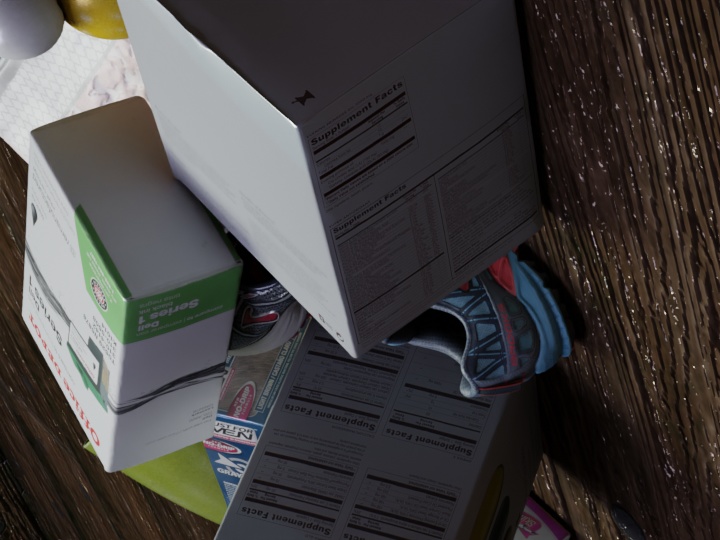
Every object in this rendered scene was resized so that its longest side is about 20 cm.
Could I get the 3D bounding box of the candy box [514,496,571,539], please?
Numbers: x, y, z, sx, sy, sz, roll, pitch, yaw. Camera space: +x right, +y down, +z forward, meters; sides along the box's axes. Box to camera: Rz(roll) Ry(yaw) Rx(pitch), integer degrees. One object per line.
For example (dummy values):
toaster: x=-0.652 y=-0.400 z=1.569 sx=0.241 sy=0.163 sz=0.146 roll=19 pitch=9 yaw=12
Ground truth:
candy box: x=0.107 y=0.231 z=1.696 sx=0.136 sy=0.061 sz=0.200 roll=42 pitch=160 yaw=37

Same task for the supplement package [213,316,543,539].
supplement package: x=0.018 y=0.149 z=1.462 sx=0.150 sy=0.200 sz=0.152 roll=13 pitch=147 yaw=17

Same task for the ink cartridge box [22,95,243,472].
ink cartridge box: x=-0.150 y=0.013 z=1.424 sx=0.146 sy=0.084 sz=0.200 roll=57 pitch=153 yaw=28

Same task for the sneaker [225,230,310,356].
sneaker: x=-0.066 y=-0.002 z=1.415 sx=0.200 sy=0.074 sz=0.081 roll=-39 pitch=64 yaw=53

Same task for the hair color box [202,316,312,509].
hair color box: x=-0.063 y=0.124 z=1.666 sx=0.060 sy=0.100 sz=0.200 roll=11 pitch=147 yaw=18

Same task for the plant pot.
plant pot: x=-0.109 y=0.148 z=1.978 sx=0.200 sy=0.187 sz=0.187 roll=40 pitch=164 yaw=-4

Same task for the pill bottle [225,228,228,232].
pill bottle: x=-0.124 y=-0.015 z=1.764 sx=0.113 sy=0.113 sz=0.200 roll=58 pitch=166 yaw=-11

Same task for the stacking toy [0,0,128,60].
stacking toy: x=-0.139 y=-0.184 z=1.333 sx=0.146 sy=0.200 sz=0.146 roll=48 pitch=162 yaw=21

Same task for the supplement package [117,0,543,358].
supplement package: x=-0.017 y=-0.102 z=1.247 sx=0.191 sy=0.147 sz=0.200 roll=43 pitch=160 yaw=34

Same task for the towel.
towel: x=-0.160 y=-0.091 z=1.478 sx=0.191 sy=0.032 sz=0.200 roll=45 pitch=143 yaw=-1

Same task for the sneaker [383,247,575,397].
sneaker: x=0.038 y=-0.001 z=1.379 sx=0.200 sy=0.095 sz=0.079 roll=44 pitch=160 yaw=31
